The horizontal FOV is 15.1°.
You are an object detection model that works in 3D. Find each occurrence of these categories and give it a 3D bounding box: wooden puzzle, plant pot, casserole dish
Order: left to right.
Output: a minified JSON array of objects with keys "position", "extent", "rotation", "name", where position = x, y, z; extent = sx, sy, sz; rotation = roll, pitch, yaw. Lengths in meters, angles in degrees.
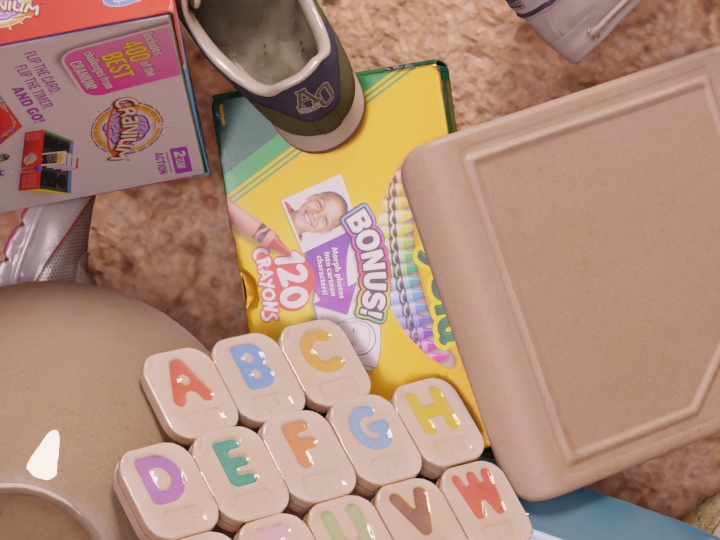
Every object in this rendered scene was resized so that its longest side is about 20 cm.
[{"position":[-0.155,0.121,1.313],"extent":[0.200,0.134,0.200],"rotation":[1,108,3],"name":"plant pot"},{"position":[0.104,0.167,1.372],"extent":[0.200,0.039,0.121],"rotation":[19,128,5],"name":"casserole dish"},{"position":[0.136,-0.001,1.366],"extent":[0.200,0.037,0.185],"rotation":[-19,91,-16],"name":"wooden puzzle"}]

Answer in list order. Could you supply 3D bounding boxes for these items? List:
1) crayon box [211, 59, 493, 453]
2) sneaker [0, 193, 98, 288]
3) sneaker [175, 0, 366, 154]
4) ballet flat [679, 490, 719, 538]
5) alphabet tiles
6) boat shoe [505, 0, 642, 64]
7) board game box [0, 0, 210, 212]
[{"position":[0.000,0.000,1.392],"extent":[0.119,0.058,0.200],"rotation":[-9,92,7],"name":"crayon box"},{"position":[-0.144,0.049,1.407],"extent":[0.088,0.081,0.200],"rotation":[5,102,5],"name":"sneaker"},{"position":[-0.068,-0.150,1.331],"extent":[0.067,0.090,0.200],"rotation":[-36,77,1],"name":"sneaker"},{"position":[0.231,0.127,1.370],"extent":[0.200,0.071,0.071],"rotation":[-26,90,8],"name":"ballet flat"},{"position":[-0.015,0.110,1.284],"extent":[0.196,0.200,0.015],"rotation":[61,141,23],"name":"alphabet tiles"},{"position":[0.163,-0.184,1.360],"extent":[0.200,0.072,0.066],"rotation":[-42,106,0],"name":"boat shoe"},{"position":[-0.180,-0.081,1.306],"extent":[0.200,0.153,0.040],"rotation":[-11,62,-2],"name":"board game box"}]
